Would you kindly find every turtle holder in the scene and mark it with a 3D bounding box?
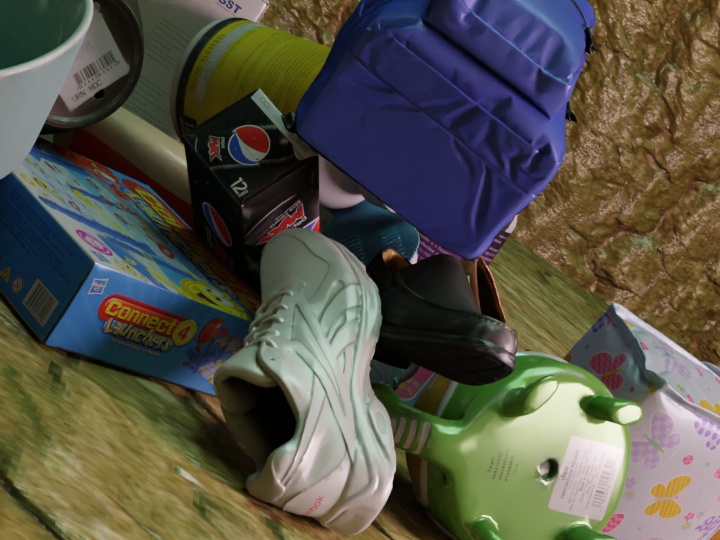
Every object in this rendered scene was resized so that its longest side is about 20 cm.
[{"bbox_3d":[0.083,0.124,1.086,0.184,0.143,0.131,-17,20,-26],"label":"turtle holder"}]

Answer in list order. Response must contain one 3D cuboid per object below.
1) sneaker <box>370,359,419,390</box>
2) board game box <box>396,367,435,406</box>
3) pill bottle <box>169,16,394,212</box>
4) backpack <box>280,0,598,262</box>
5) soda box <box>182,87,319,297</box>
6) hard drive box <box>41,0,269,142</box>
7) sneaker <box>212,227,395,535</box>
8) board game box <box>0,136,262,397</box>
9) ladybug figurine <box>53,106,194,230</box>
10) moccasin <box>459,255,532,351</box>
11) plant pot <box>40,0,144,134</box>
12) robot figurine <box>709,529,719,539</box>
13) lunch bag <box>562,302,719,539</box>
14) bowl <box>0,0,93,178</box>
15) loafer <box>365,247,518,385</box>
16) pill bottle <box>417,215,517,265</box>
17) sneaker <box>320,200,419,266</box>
[{"bbox_3d":[-0.007,0.084,1.145,0.199,0.074,0.088,9,46,-58],"label":"sneaker"},{"bbox_3d":[-0.036,0.028,1.352,0.199,0.041,0.153,33,9,-19],"label":"board game box"},{"bbox_3d":[-0.039,-0.112,1.230,0.199,0.113,0.112,23,1,32],"label":"pill bottle"},{"bbox_3d":[0.072,-0.130,1.064,0.162,0.168,0.200,41,26,-10],"label":"backpack"},{"bbox_3d":[-0.070,-0.029,1.108,0.071,0.063,0.201,49,-20,22],"label":"soda box"},{"bbox_3d":[-0.191,-0.181,1.338,0.155,0.201,0.077,34,9,-12],"label":"hard drive box"},{"bbox_3d":[-0.040,0.050,0.950,0.099,0.078,0.202,18,43,-34],"label":"sneaker"},{"bbox_3d":[-0.161,-0.010,1.027,0.200,0.056,0.195,42,11,36],"label":"board game box"},{"bbox_3d":[-0.154,-0.064,1.241,0.199,0.072,0.136,32,-1,18],"label":"ladybug figurine"},{"bbox_3d":[0.116,0.085,1.322,0.073,0.077,0.204,-14,83,-61],"label":"moccasin"},{"bbox_3d":[-0.222,-0.167,1.107,0.186,0.188,0.200,29,3,-35],"label":"plant pot"},{"bbox_3d":[0.310,0.216,1.443,0.115,0.146,0.200,15,5,10],"label":"robot figurine"},{"bbox_3d":[0.213,0.146,1.244,0.199,0.170,0.128,30,21,-31],"label":"lunch bag"},{"bbox_3d":[-0.251,-0.111,0.914,0.198,0.106,0.202,8,35,-5],"label":"bowl"},{"bbox_3d":[0.039,0.022,1.013,0.072,0.073,0.199,29,-8,-27],"label":"loafer"},{"bbox_3d":[0.070,-0.030,1.534,0.112,0.201,0.113,34,9,-6],"label":"pill bottle"},{"bbox_3d":[0.000,0.000,1.217,0.075,0.082,0.200,2,16,-5],"label":"sneaker"}]
